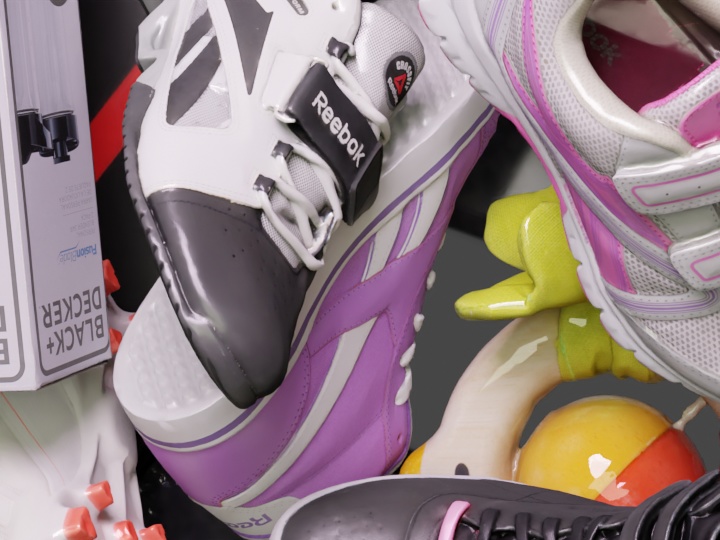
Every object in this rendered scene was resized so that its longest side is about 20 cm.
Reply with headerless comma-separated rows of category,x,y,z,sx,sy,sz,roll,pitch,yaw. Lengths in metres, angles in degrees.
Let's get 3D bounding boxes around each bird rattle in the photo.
bird rattle,0.107,0.060,0.988,0.200,0.113,0.163,42,105,-3

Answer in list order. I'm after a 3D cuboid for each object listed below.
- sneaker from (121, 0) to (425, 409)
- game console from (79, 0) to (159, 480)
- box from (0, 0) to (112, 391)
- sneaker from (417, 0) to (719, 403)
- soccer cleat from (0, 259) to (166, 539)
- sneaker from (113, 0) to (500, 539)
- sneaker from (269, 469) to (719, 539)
sneaker,-0.023,-0.048,0.924,0.088,0.074,0.200,-16,47,13
game console,-0.116,-0.019,1.048,0.177,0.031,0.200,38,93,4
box,-0.149,-0.062,0.923,0.116,0.060,0.201,-1,98,18
sneaker,0.096,-0.034,0.871,0.081,0.088,0.200,-43,105,-13
soccer cleat,-0.107,0.078,0.955,0.077,0.069,0.200,-23,39,17
sneaker,-0.001,0.000,1.003,0.073,0.114,0.201,23,68,39
sneaker,0.070,0.088,0.898,0.199,0.099,0.071,12,65,5
